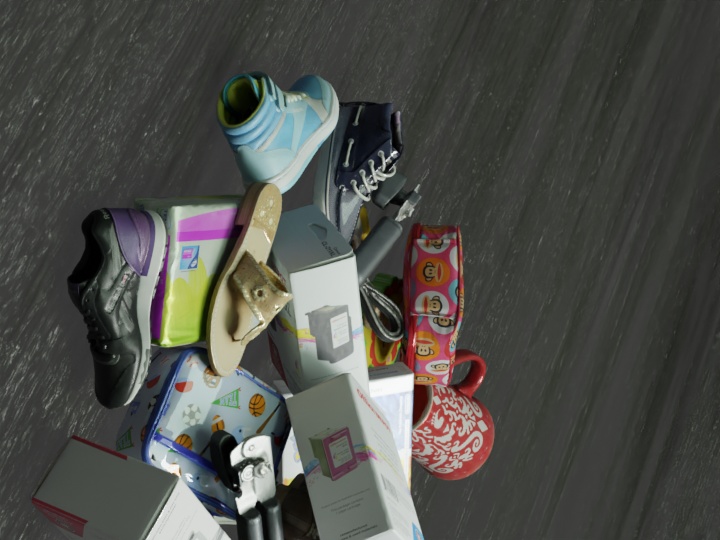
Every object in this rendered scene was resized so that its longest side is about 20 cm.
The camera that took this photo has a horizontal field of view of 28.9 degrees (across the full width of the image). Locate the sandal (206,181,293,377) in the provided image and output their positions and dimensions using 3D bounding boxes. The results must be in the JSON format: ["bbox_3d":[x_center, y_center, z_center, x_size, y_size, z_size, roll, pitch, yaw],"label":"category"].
[{"bbox_3d":[-0.102,0.010,1.473,0.078,0.069,0.213,31,69,-59],"label":"sandal"}]

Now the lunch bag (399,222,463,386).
[{"bbox_3d":[0.097,0.052,1.891,0.176,0.081,0.201,88,6,-62],"label":"lunch bag"}]

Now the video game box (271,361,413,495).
[{"bbox_3d":[-0.023,0.226,1.782,0.181,0.047,0.201,-7,111,-19],"label":"video game box"}]

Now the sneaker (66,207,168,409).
[{"bbox_3d":[-0.255,0.036,1.373,0.087,0.075,0.202,3,97,-42],"label":"sneaker"}]

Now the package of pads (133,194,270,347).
[{"bbox_3d":[-0.170,0.000,1.497,0.200,0.068,0.156,-9,107,-60],"label":"package of pads"}]

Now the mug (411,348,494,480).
[{"bbox_3d":[0.098,0.195,2.030,0.200,0.133,0.179,37,53,-55],"label":"mug"}]

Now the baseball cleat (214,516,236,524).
[{"bbox_3d":[-0.144,0.253,1.641,0.200,0.069,0.107,16,87,-63],"label":"baseball cleat"}]

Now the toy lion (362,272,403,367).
[{"bbox_3d":[0.012,0.103,1.897,0.192,0.068,0.201,14,88,-70],"label":"toy lion"}]

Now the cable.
[{"bbox_3d":[0.000,0.000,1.762,0.097,0.050,0.201,-24,89,-49],"label":"cable"}]

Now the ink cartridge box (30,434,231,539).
[{"bbox_3d":[-0.220,0.267,1.419,0.083,0.146,0.200,-60,148,-25],"label":"ink cartridge box"}]

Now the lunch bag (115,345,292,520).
[{"bbox_3d":[-0.164,0.183,1.520,0.200,0.075,0.161,38,63,-38],"label":"lunch bag"}]

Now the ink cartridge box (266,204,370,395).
[{"bbox_3d":[-0.058,0.046,1.630,0.082,0.146,0.201,-15,121,-15],"label":"ink cartridge box"}]

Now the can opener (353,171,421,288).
[{"bbox_3d":[0.014,-0.051,1.746,0.200,0.067,0.053,-51,177,-41],"label":"can opener"}]

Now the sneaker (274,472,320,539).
[{"bbox_3d":[-0.064,0.283,1.602,0.071,0.075,0.200,-60,171,1],"label":"sneaker"}]

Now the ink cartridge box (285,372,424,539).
[{"bbox_3d":[-0.002,0.236,1.552,0.145,0.084,0.201,54,17,-54],"label":"ink cartridge box"}]

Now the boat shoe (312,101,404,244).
[{"bbox_3d":[0.000,-0.116,1.700,0.075,0.092,0.201,34,55,-61],"label":"boat shoe"}]

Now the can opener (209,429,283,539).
[{"bbox_3d":[-0.114,0.258,1.487,0.052,0.066,0.201,-23,117,-35],"label":"can opener"}]

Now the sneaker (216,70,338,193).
[{"bbox_3d":[-0.093,-0.189,1.565,0.131,0.079,0.201,64,33,-34],"label":"sneaker"}]
